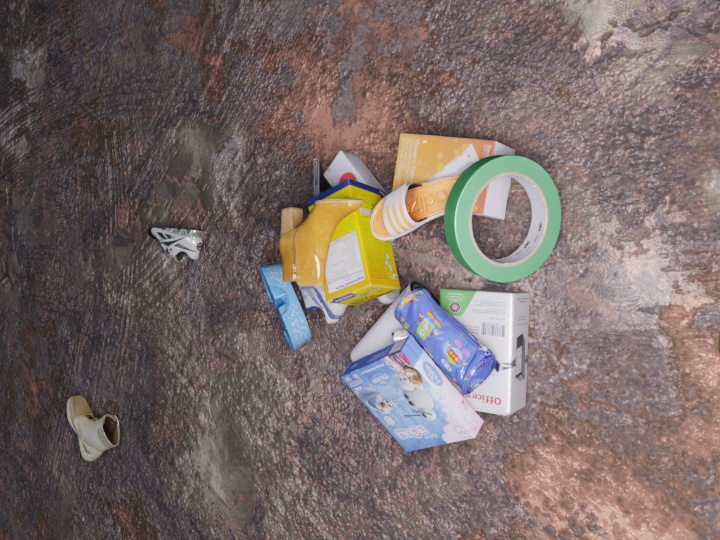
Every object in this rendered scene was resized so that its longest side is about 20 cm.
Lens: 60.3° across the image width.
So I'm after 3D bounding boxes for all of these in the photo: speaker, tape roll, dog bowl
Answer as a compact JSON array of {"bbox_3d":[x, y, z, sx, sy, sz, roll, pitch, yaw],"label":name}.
[{"bbox_3d":[0.065,0.121,1.210,0.082,0.080,0.201,51,117,24],"label":"speaker"},{"bbox_3d":[0.236,-0.085,1.025,0.048,0.194,0.207,-151,70,-72],"label":"tape roll"},{"bbox_3d":[-0.164,0.076,1.366,0.048,0.112,0.204,-21,71,-13],"label":"dog bowl"}]

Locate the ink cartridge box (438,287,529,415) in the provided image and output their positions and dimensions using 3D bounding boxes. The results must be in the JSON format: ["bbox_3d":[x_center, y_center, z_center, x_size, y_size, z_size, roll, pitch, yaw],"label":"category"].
[{"bbox_3d":[0.216,0.137,1.097,0.143,0.083,0.207,3,92,37],"label":"ink cartridge box"}]

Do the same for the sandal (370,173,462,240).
[{"bbox_3d":[0.095,-0.119,1.072,0.202,0.059,0.081,-22,76,26],"label":"sandal"}]

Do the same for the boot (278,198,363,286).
[{"bbox_3d":[-0.069,-0.047,1.107,0.197,0.070,0.149,-7,87,39],"label":"boot"}]

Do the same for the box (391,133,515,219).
[{"bbox_3d":[0.166,-0.172,1.129,0.196,0.096,0.129,13,97,35],"label":"box"}]

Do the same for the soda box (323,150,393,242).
[{"bbox_3d":[0.009,-0.149,1.263,0.068,0.063,0.202,-47,64,25],"label":"soda box"}]

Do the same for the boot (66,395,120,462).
[{"bbox_3d":[-0.787,0.446,1.831,0.153,0.071,0.205,-31,77,32],"label":"boot"}]

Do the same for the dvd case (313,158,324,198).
[{"bbox_3d":[-0.082,-0.113,1.284,0.015,0.149,0.207,-1,85,1],"label":"dvd case"}]

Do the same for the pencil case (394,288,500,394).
[{"bbox_3d":[0.143,0.114,1.051,0.200,0.077,0.088,46,122,30],"label":"pencil case"}]

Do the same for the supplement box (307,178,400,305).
[{"bbox_3d":[-0.012,-0.049,1.167,0.107,0.108,0.206,-20,74,33],"label":"supplement box"}]

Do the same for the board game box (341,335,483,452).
[{"bbox_3d":[0.087,0.228,1.106,0.200,0.044,0.199,48,141,-8],"label":"board game box"}]

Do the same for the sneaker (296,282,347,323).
[{"bbox_3d":[-0.110,0.038,1.342,0.198,0.074,0.090,36,110,31],"label":"sneaker"}]

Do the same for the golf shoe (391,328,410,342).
[{"bbox_3d":[0.075,0.187,1.170,0.079,0.094,0.205,-99,20,-59],"label":"golf shoe"}]

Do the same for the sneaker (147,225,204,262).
[{"bbox_3d":[-0.491,-0.069,1.619,0.196,0.073,0.092,9,93,36],"label":"sneaker"}]

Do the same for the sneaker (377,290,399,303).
[{"bbox_3d":[0.000,0.000,1.272,0.115,0.072,0.204,-43,64,36],"label":"sneaker"}]

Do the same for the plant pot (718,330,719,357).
[{"bbox_3d":[0.551,0.108,0.784,0.183,0.198,0.194,-1,89,35],"label":"plant pot"}]
